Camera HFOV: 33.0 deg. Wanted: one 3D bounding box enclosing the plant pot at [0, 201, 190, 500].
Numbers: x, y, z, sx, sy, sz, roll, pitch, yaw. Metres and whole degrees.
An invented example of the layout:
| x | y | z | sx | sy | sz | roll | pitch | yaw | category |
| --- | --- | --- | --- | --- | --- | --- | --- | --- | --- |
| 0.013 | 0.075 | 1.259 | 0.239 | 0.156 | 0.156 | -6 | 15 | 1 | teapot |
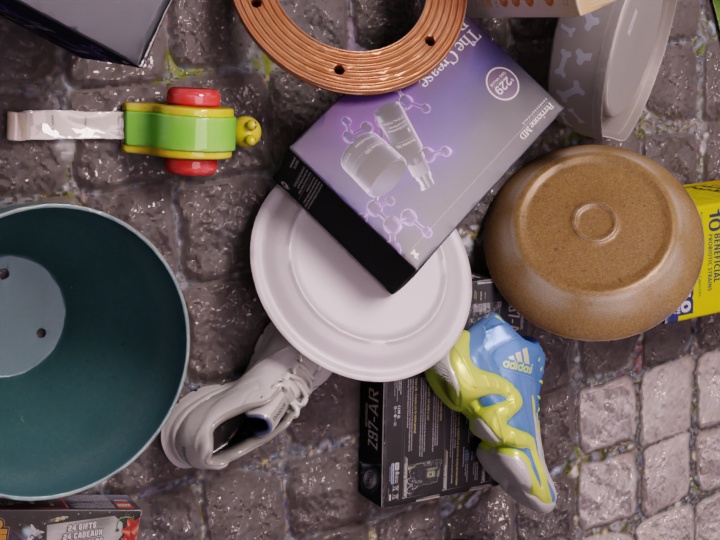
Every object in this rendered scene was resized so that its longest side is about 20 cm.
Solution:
| x | y | z | sx | sy | sz | roll | pitch | yaw | category |
| --- | --- | --- | --- | --- | --- | --- | --- | --- | --- |
| -0.238 | 0.046 | 0.865 | 0.198 | 0.134 | 0.203 | -6 | 102 | -29 | plant pot |

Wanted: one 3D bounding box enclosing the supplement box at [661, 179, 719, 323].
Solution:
| x | y | z | sx | sy | sz | roll | pitch | yaw | category |
| --- | --- | --- | --- | --- | --- | --- | --- | --- | --- |
| 0.341 | -0.024 | 1.210 | 0.198 | 0.109 | 0.110 | -10 | 104 | -29 | supplement box |

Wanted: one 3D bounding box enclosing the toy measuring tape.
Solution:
| x | y | z | sx | sy | sz | roll | pitch | yaw | category |
| --- | --- | --- | --- | --- | --- | --- | --- | --- | --- |
| -0.162 | -0.106 | 0.920 | 0.198 | 0.073 | 0.074 | -2 | 101 | -31 | toy measuring tape |

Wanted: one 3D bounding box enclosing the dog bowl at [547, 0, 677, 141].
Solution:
| x | y | z | sx | sy | sz | roll | pitch | yaw | category |
| --- | --- | --- | --- | --- | --- | --- | --- | --- | --- |
| 0.226 | -0.212 | 1.084 | 0.200 | 0.058 | 0.202 | -47 | 147 | -44 | dog bowl |

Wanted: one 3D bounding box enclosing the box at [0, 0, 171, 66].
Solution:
| x | y | z | sx | sy | sz | roll | pitch | yaw | category |
| --- | --- | --- | --- | --- | --- | --- | --- | --- | --- |
| -0.236 | -0.216 | 0.805 | 0.199 | 0.141 | 0.080 | 26 | 86 | -31 | box |

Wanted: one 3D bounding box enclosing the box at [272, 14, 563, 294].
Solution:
| x | y | z | sx | sy | sz | roll | pitch | yaw | category |
| --- | --- | --- | --- | --- | --- | --- | --- | --- | --- |
| 0.048 | -0.104 | 0.997 | 0.141 | 0.079 | 0.200 | 44 | 68 | -2 | box |

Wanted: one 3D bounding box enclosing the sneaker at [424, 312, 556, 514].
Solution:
| x | y | z | sx | sy | sz | roll | pitch | yaw | category |
| --- | --- | --- | --- | --- | --- | --- | --- | --- | --- |
| 0.143 | 0.123 | 1.090 | 0.105 | 0.076 | 0.201 | -42 | 117 | -17 | sneaker |

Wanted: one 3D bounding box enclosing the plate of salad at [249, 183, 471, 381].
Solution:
| x | y | z | sx | sy | sz | roll | pitch | yaw | category |
| --- | --- | --- | --- | --- | --- | --- | --- | --- | --- |
| 0.000 | 0.000 | 1.020 | 0.198 | 0.048 | 0.202 | 9 | 65 | -19 | plate of salad |

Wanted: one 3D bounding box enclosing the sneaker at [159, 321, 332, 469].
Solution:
| x | y | z | sx | sy | sz | roll | pitch | yaw | category |
| --- | --- | --- | --- | --- | --- | --- | --- | --- | --- |
| -0.069 | 0.101 | 1.005 | 0.200 | 0.087 | 0.075 | -42 | 115 | -18 | sneaker |

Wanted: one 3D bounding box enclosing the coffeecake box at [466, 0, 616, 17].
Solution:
| x | y | z | sx | sy | sz | roll | pitch | yaw | category |
| --- | --- | --- | --- | --- | --- | --- | --- | --- | --- |
| 0.124 | -0.289 | 0.977 | 0.073 | 0.199 | 0.155 | -25 | 112 | -23 | coffeecake box |

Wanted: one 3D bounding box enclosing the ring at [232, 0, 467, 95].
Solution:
| x | y | z | sx | sy | sz | roll | pitch | yaw | category |
| --- | --- | --- | --- | --- | --- | --- | --- | --- | --- |
| -0.010 | -0.232 | 0.969 | 0.198 | 0.019 | 0.203 | 5 | 72 | -14 | ring |

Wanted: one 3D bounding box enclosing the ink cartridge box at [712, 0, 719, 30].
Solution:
| x | y | z | sx | sy | sz | roll | pitch | yaw | category |
| --- | --- | --- | --- | --- | --- | --- | --- | --- | --- |
| 0.422 | -0.319 | 1.220 | 0.147 | 0.076 | 0.202 | -31 | 112 | -22 | ink cartridge box |

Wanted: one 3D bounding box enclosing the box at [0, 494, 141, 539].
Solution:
| x | y | z | sx | sy | sz | roll | pitch | yaw | category |
| --- | --- | --- | --- | --- | --- | --- | --- | --- | --- |
| -0.277 | 0.243 | 0.937 | 0.198 | 0.040 | 0.139 | 7 | 97 | -31 | box |

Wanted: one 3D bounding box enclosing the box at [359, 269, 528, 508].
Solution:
| x | y | z | sx | sy | sz | roll | pitch | yaw | category |
| --- | --- | --- | --- | --- | --- | --- | --- | --- | --- |
| 0.078 | 0.105 | 1.117 | 0.159 | 0.043 | 0.202 | -6 | 102 | -30 | box |

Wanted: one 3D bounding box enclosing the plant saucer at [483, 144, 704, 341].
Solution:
| x | y | z | sx | sy | sz | roll | pitch | yaw | category |
| --- | --- | --- | --- | --- | --- | --- | --- | --- | --- |
| 0.209 | -0.036 | 1.089 | 0.200 | 0.200 | 0.036 | -46 | 156 | -15 | plant saucer |
